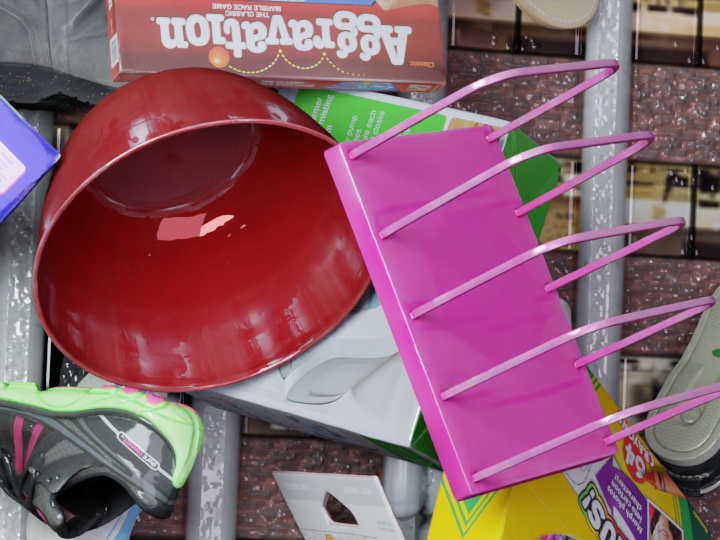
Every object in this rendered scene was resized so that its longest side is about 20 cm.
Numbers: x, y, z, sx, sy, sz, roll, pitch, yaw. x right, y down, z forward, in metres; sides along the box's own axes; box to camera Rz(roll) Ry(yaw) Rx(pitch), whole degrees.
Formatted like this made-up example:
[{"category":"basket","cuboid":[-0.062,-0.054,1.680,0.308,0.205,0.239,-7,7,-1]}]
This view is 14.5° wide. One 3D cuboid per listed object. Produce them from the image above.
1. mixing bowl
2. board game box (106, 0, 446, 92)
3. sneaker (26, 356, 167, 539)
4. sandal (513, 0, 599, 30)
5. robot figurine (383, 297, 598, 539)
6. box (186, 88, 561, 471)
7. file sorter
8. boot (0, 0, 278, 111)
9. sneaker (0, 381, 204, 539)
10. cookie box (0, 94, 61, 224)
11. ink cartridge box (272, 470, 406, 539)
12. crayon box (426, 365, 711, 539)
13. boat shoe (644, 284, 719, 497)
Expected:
[{"category":"mixing bowl","cuboid":[-0.095,-0.040,1.584,0.200,0.108,0.200,-11,135,-11]},{"category":"board game box","cuboid":[-0.050,-0.156,1.636,0.200,0.019,0.103,0,75,-22]},{"category":"sneaker","cuboid":[-0.144,0.091,1.702,0.072,0.072,0.200,29,73,-45]},{"category":"sandal","cuboid":[0.114,-0.208,1.719,0.212,0.070,0.078,27,58,-48]},{"category":"robot figurine","cuboid":[0.091,0.116,1.737,0.170,0.113,0.200,1,87,-25]},{"category":"box","cuboid":[0.000,0.000,1.678,0.176,0.097,0.200,15,81,26]},{"category":"file sorter","cuboid":[0.100,-0.001,1.504,0.139,0.125,0.200,-10,76,-50]},{"category":"boot","cuboid":[-0.142,-0.158,1.669,0.200,0.070,0.132,5,88,10]},{"category":"sneaker","cuboid":[-0.182,0.111,1.624,0.077,0.200,0.084,28,65,-48]},{"category":"cookie box","cuboid":[-0.268,-0.090,1.596,0.171,0.200,0.075,46,75,-10]},{"category":"ink cartridge box","cuboid":[0.028,0.192,1.671,0.045,0.200,0.176,-23,95,-18]},{"category":"crayon box","cuboid":[0.122,0.159,1.610,0.200,0.058,0.173,51,36,-32]},{"category":"boat shoe","cuboid":[0.254,0.056,1.821,0.200,0.072,0.068,-54,138,-18]}]
